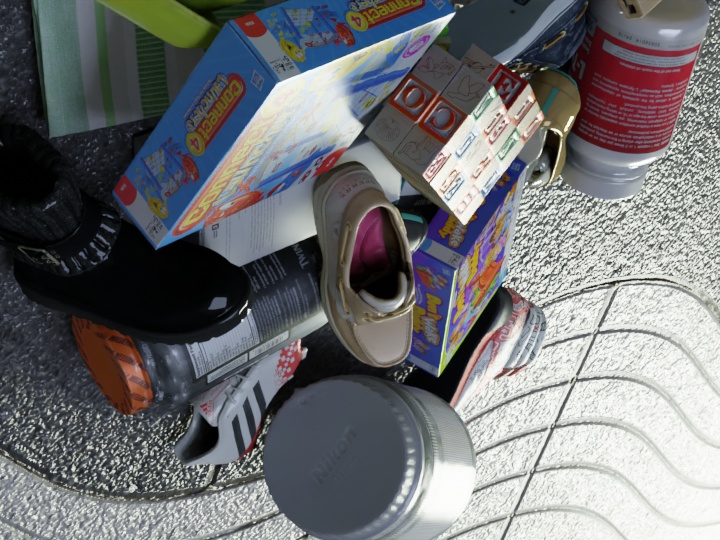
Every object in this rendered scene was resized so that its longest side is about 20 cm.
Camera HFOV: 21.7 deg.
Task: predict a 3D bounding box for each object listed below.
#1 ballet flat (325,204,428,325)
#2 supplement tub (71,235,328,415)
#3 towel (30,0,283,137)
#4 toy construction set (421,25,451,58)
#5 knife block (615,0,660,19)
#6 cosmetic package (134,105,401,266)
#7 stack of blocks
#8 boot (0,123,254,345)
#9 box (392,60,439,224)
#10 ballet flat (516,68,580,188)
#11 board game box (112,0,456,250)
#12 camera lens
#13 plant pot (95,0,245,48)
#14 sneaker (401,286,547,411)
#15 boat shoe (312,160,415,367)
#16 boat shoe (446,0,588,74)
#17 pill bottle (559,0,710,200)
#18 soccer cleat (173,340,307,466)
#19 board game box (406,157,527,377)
[{"bbox_3d":[0.000,0.000,1.642,0.068,0.068,0.200,-4,161,-29],"label":"ballet flat"},{"bbox_3d":[-0.130,0.032,1.560,0.200,0.123,0.123,-28,140,-23],"label":"supplement tub"},{"bbox_3d":[-0.140,-0.179,1.382,0.200,0.023,0.153,-13,129,-15],"label":"towel"},{"bbox_3d":[-0.011,-0.205,1.495,0.200,0.092,0.131,-12,157,-28],"label":"toy construction set"},{"bbox_3d":[0.283,-0.304,1.618,0.175,0.200,0.064,-25,111,10],"label":"knife block"},{"bbox_3d":[-0.073,-0.083,1.524,0.200,0.108,0.085,-22,137,-28],"label":"cosmetic package"},{"bbox_3d":[0.079,-0.116,1.484,0.115,0.059,0.200,-53,165,0],"label":"stack of blocks"},{"bbox_3d":[-0.191,-0.026,1.393,0.158,0.211,0.079,77,27,-51],"label":"boot"},{"bbox_3d":[0.055,-0.096,1.686,0.082,0.049,0.200,-8,129,-41],"label":"box"},{"bbox_3d":[0.154,-0.114,1.717,0.200,0.069,0.063,93,22,-65],"label":"ballet flat"},{"bbox_3d":[-0.055,-0.120,1.339,0.196,0.056,0.200,-28,165,-44],"label":"board game box"},{"bbox_3d":[0.012,0.183,1.783,0.160,0.160,0.200,-52,158,7],"label":"camera lens"},{"bbox_3d":[-0.134,-0.270,1.216,0.181,0.199,0.200,-47,147,11],"label":"plant pot"},{"bbox_3d":[0.114,0.109,1.922,0.108,0.067,0.201,20,106,-49],"label":"sneaker"},{"bbox_3d":[0.010,0.009,1.520,0.074,0.069,0.200,-27,130,-15],"label":"boat shoe"},{"bbox_3d":[0.136,-0.198,1.638,0.200,0.071,0.091,-39,145,-27],"label":"boat shoe"},{"bbox_3d":[0.248,-0.171,1.756,0.112,0.112,0.200,-17,134,-34],"label":"pill bottle"},{"bbox_3d":[-0.111,0.098,1.690,0.085,0.069,0.200,-13,137,-45],"label":"soccer cleat"},{"bbox_3d":[0.093,-0.006,1.736,0.135,0.045,0.200,-55,165,-27],"label":"board game box"}]
